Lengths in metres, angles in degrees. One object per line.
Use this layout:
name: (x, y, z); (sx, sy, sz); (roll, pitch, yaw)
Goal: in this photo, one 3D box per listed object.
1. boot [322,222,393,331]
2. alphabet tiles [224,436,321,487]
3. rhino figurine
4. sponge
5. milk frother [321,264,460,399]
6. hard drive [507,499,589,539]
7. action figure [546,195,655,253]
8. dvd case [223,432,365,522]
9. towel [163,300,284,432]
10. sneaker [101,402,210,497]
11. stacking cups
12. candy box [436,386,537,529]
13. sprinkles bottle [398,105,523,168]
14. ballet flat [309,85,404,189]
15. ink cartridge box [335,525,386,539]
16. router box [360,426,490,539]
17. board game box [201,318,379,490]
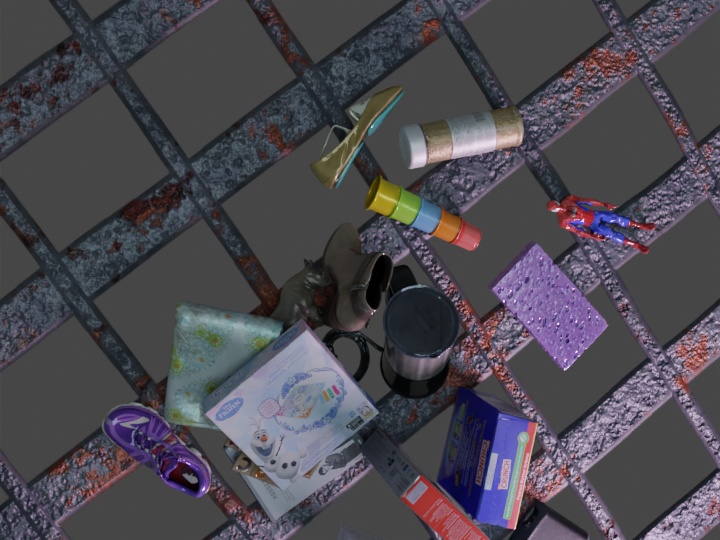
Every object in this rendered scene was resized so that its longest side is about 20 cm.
boot: (0.000, 0.000, 1.512); (0.069, 0.146, 0.204); (19, 65, -26)
alphabet tiles: (-0.112, 0.250, 1.556); (0.165, 0.006, 0.202); (27, 103, -28)
rhino figurine: (-0.092, 0.058, 1.576); (0.086, 0.060, 0.203); (28, 87, -10)
sponge: (0.320, 0.060, 1.682); (0.112, 0.030, 0.200); (-45, 103, -5)
milk frother: (0.039, 0.115, 1.540); (0.198, 0.189, 0.181); (-34, 69, -15)
hard drive: (0.305, 0.517, 1.714); (0.134, 0.042, 0.202); (33, 88, -13)
action figure: (0.405, -0.084, 1.679); (0.196, 0.052, 0.067); (16, 95, -11)
dvd case: (-0.103, 0.291, 1.613); (0.198, 0.025, 0.152); (-33, 101, -7)
towel: (-0.213, 0.157, 1.531); (0.168, 0.048, 0.204); (10, 109, -4)
sneaker: (-0.311, 0.279, 1.537); (0.199, 0.083, 0.081); (37, 87, -12)
stacking cups: (0.105, -0.086, 1.604); (0.197, 0.060, 0.061); (25, 90, -13)
candy box: (0.200, 0.295, 1.589); (0.076, 0.200, 0.173); (12, 93, -13)
sprinkles bottle: (0.163, -0.217, 1.601); (0.196, 0.068, 0.070); (-13, 98, -11)
ballet flat: (-0.009, -0.225, 1.567); (0.063, 0.069, 0.201); (36, 86, 1)
ink cartridge box: (0.054, 0.471, 1.574); (0.160, 0.200, 0.058); (22, 88, -13)
router box: (0.100, 0.353, 1.563); (0.049, 0.200, 0.180); (-46, 112, -4)
board game box: (-0.105, 0.208, 1.509); (0.199, 0.043, 0.200); (-38, 120, 2)
